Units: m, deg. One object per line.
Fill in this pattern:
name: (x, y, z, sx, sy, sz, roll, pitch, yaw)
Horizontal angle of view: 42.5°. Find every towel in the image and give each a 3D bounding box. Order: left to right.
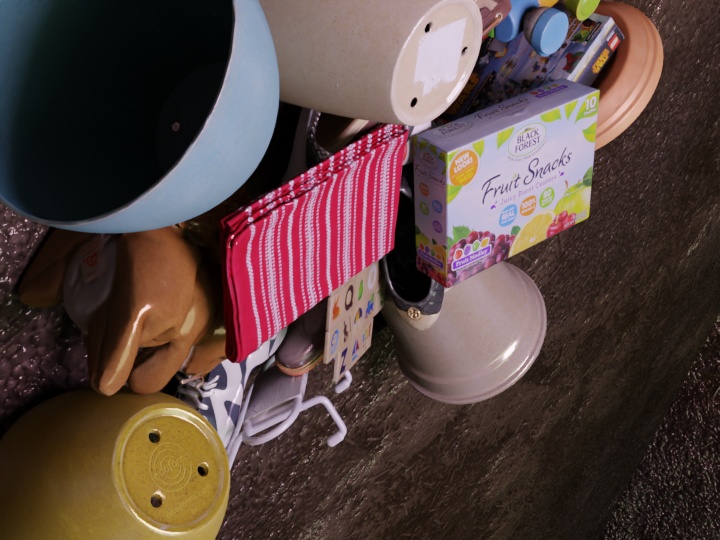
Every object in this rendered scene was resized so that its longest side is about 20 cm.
towel: (-0.034, -0.023, 0.737, 0.199, 0.022, 0.146, -36, 147, -34)

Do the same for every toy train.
toy train: (0.200, -0.297, 0.951, 0.200, 0.115, 0.085, -39, 147, -24)

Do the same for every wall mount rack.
wall mount rack: (-0.094, 0.159, 0.964, 0.173, 0.075, 0.200, -28, -163, 11)

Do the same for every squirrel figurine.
squirrel figurine: (-0.137, 0.004, 0.746, 0.186, 0.141, 0.202, 27, 91, -53)

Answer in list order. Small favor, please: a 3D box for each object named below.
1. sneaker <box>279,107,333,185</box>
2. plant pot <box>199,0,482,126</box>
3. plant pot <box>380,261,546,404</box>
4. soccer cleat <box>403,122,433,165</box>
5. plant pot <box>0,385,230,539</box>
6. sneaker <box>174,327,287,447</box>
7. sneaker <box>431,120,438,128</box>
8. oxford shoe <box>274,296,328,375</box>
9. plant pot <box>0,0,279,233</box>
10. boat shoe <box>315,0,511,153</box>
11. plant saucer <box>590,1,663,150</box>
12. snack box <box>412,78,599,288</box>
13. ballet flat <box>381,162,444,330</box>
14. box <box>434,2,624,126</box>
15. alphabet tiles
sneaker: (-0.052, -0.088, 0.870, 0.072, 0.084, 0.202, 8, 94, -40)
plant pot: (-0.016, -0.191, 0.668, 0.187, 0.199, 0.189, -35, 145, -30)
plant pot: (0.096, 0.027, 1.088, 0.201, 0.200, 0.184, -49, 138, -8)
soccer cleat: (0.033, -0.194, 0.828, 0.085, 0.068, 0.202, -21, 115, -30)
plant pot: (-0.185, 0.177, 0.756, 0.199, 0.202, 0.141, -17, 170, -47)
sneaker: (-0.158, 0.098, 0.882, 0.200, 0.079, 0.129, -54, 149, -1)
sneaker: (0.042, -0.137, 0.949, 0.080, 0.070, 0.201, -39, 141, -11)
oxford shoe: (-0.041, 0.009, 0.953, 0.202, 0.071, 0.073, -65, 153, -17)
plant pot: (-0.130, -0.112, 0.593, 0.201, 0.199, 0.135, -57, 154, 5)
boat shoe: (0.047, -0.164, 0.768, 0.200, 0.072, 0.072, -49, 124, 0)
plant saucer: (0.226, -0.212, 1.005, 0.037, 0.200, 0.201, 36, 90, -43)
snack box: (0.141, -0.087, 0.891, 0.199, 0.053, 0.144, -26, 127, -29)
ballet flat: (0.044, -0.018, 0.925, 0.057, 0.066, 0.202, -63, 150, -49)
box: (0.167, -0.192, 0.987, 0.201, 0.137, 0.040, -54, 134, 1)
alphabet tiles: (0.000, 0.000, 0.912, 0.166, 0.006, 0.202, -40, 138, -63)
